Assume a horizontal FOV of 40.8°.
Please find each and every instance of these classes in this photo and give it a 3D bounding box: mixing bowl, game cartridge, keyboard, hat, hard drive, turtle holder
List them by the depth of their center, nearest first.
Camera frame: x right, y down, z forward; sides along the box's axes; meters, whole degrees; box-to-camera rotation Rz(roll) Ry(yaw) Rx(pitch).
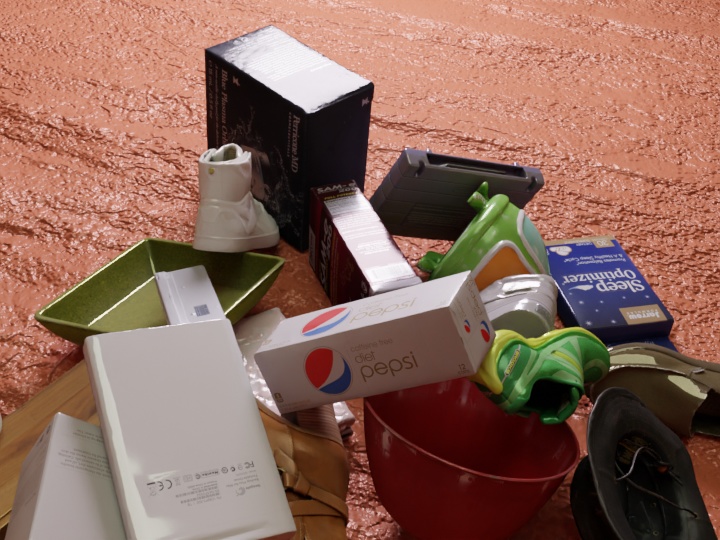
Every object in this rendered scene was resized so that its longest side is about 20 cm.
[{"bbox_3d":[-0.143,0.138,0.796,0.130,0.026,0.202,-6,57,-28],"label":"hard drive"},{"bbox_3d":[0.235,0.212,0.856,0.199,0.080,0.204,30,43,-33],"label":"hat"},{"bbox_3d":[0.085,0.173,0.858,0.196,0.110,0.201,13,19,-5],"label":"mixing bowl"},{"bbox_3d":[-0.163,0.042,0.951,0.055,0.011,0.200,-7,27,-17],"label":"keyboard"},{"bbox_3d":[0.146,-0.005,1.109,0.131,0.186,0.142,39,79,3],"label":"turtle holder"},{"bbox_3d":[0.108,-0.086,1.158,0.197,0.130,0.039,4,57,-30],"label":"game cartridge"}]

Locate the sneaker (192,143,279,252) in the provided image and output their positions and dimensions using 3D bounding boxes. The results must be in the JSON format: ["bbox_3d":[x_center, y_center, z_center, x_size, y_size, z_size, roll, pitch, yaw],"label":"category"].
[{"bbox_3d":[-0.136,-0.086,1.118,0.072,0.118,0.200,4,6,9],"label":"sneaker"}]

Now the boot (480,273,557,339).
[{"bbox_3d":[0.116,0.067,1.001,0.197,0.074,0.096,-21,16,28],"label":"boot"}]

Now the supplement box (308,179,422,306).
[{"bbox_3d":[0.000,0.000,1.087,0.060,0.110,0.201,-10,40,-18],"label":"supplement box"}]

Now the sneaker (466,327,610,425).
[{"bbox_3d":[0.168,0.102,0.876,0.198,0.074,0.084,1,47,-47],"label":"sneaker"}]

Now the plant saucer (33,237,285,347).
[{"bbox_3d":[-0.206,0.038,1.029,0.196,0.049,0.200,8,29,24],"label":"plant saucer"}]

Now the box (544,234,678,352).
[{"bbox_3d":[0.287,0.031,1.147,0.119,0.033,0.202,-5,40,-14],"label":"box"}]

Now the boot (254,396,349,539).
[{"bbox_3d":[-0.102,0.181,0.841,0.196,0.074,0.157,1,52,-13],"label":"boot"}]

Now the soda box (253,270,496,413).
[{"bbox_3d":[0.010,0.063,0.823,0.197,0.065,0.068,-16,17,30],"label":"soda box"}]

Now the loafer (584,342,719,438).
[{"bbox_3d":[0.324,0.127,0.993,0.196,0.077,0.068,5,31,0],"label":"loafer"}]

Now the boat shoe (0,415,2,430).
[{"bbox_3d":[-0.397,0.105,0.904,0.074,0.069,0.199,-31,36,-26],"label":"boat shoe"}]

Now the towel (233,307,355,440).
[{"bbox_3d":[-0.130,0.128,0.972,0.197,0.033,0.191,-18,45,-26],"label":"towel"}]

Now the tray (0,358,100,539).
[{"bbox_3d":[-0.287,0.164,0.879,0.098,0.037,0.199,31,53,29],"label":"tray"}]

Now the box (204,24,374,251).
[{"bbox_3d":[-0.094,-0.169,1.216,0.117,0.199,0.199,-29,49,-35],"label":"box"}]

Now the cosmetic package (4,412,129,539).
[{"bbox_3d":[-0.220,0.226,0.751,0.106,0.085,0.202,26,38,-24],"label":"cosmetic package"}]
